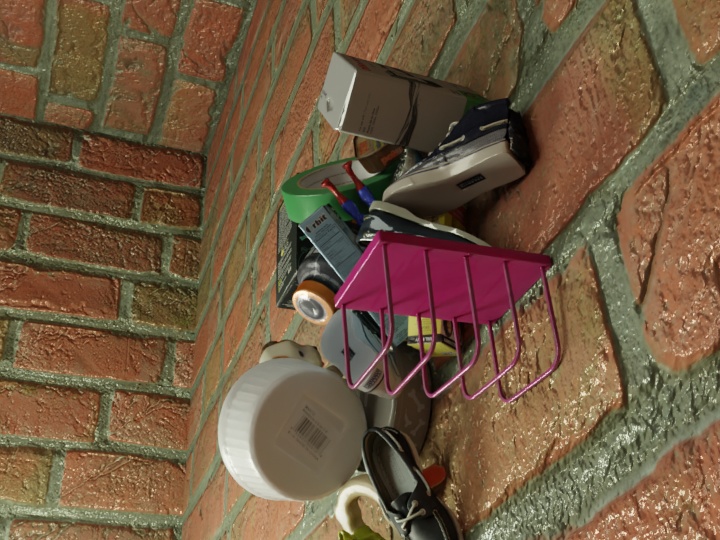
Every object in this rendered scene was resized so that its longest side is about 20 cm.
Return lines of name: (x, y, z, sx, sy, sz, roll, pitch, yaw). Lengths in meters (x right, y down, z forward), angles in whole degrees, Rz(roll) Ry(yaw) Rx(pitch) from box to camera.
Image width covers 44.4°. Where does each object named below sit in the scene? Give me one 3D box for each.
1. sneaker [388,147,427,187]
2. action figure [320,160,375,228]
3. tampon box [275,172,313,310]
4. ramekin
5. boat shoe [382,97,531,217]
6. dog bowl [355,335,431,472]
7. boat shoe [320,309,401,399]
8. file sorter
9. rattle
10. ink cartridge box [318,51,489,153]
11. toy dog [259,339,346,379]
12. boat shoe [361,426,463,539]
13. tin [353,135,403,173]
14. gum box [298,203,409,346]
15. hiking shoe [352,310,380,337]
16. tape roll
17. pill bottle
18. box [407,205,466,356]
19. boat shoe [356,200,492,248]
sneaker: (0.088, -0.115, 1.217, 0.200, 0.090, 0.079, -46, -22, -85)
action figure: (0.029, -0.056, 1.229, 0.065, 0.200, 0.099, -39, 11, 1)
tampon box: (-0.059, -0.041, 1.515, 0.126, 0.149, 0.201, 126, 149, -53)
ramekin: (-0.087, 0.222, 1.219, 0.098, 0.200, 0.202, -10, 72, 62)
boat shoe: (0.116, -0.136, 1.075, 0.199, 0.075, 0.093, -18, 52, 31)
dog bowl: (0.040, 0.189, 1.244, 0.200, 0.058, 0.201, -170, 90, -72)
boat shoe: (0.001, 0.118, 1.198, 0.074, 0.065, 0.200, -51, 26, 9)
file sorter: (0.091, 0.060, 0.931, 0.139, 0.199, 0.126, 125, 147, -52)
rattle: (0.008, 0.320, 1.125, 0.200, 0.142, 0.131, -46, 57, 46)
ink cartridge box: (0.058, -0.215, 1.162, 0.146, 0.199, 0.084, -122, 46, -64)
toy dog: (-0.106, 0.206, 1.428, 0.140, 0.193, 0.201, -105, 7, -69)
boat shoe: (0.056, 0.277, 1.056, 0.076, 0.060, 0.200, -44, 53, 14)
tin: (0.043, -0.206, 1.351, 0.112, 0.042, 0.200, -30, 21, 11)
gum box: (0.000, 0.000, 1.197, 0.044, 0.200, 0.170, -38, 4, 4)
hiking shoe: (0.009, 0.094, 1.401, 0.087, 0.074, 0.200, -60, 1, -35)
tape roll: (-0.022, -0.129, 1.366, 0.200, 0.199, 0.048, -130, 25, -67)
pill bottle: (-0.028, -0.009, 1.349, 0.200, 0.106, 0.106, -57, 1, -38)
box: (0.099, 0.004, 1.120, 0.050, 0.075, 0.201, -7, 69, 28)
boat shoe: (0.083, -0.026, 1.051, 0.062, 0.199, 0.075, -63, -25, -10)
